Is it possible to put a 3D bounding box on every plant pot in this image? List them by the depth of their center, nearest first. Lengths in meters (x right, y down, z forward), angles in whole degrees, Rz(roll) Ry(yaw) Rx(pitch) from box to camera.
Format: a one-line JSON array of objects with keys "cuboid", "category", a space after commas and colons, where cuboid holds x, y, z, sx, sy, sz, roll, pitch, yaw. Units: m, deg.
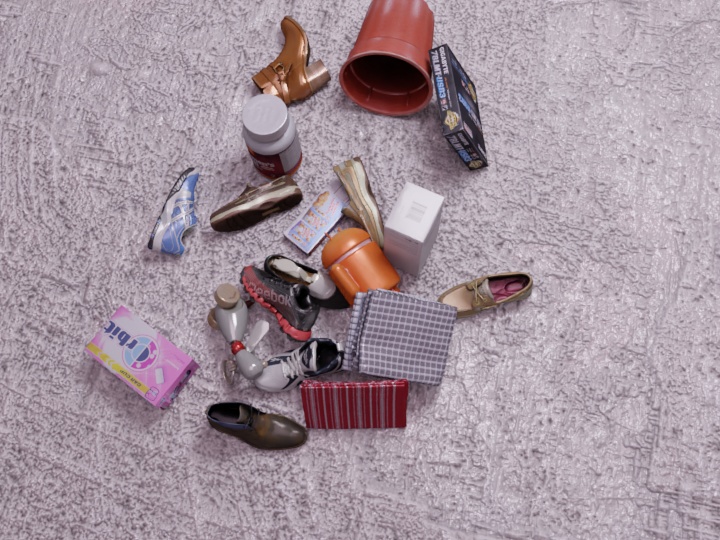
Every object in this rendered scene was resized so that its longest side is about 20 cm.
[{"cuboid": [0.072, -0.472, 1.661, 0.200, 0.201, 0.196, 10, 66, 6], "category": "plant pot"}]

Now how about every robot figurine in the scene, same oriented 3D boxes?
[{"cuboid": [0.000, 0.000, 1.542, 0.144, 0.117, 0.200, -35, 87, -24], "category": "robot figurine"}]

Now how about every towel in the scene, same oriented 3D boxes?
[{"cuboid": [-0.009, 0.253, 1.464, 0.200, 0.145, 0.023, -1, 45, 2], "category": "towel"}, {"cuboid": [0.077, 0.127, 1.468, 0.200, 0.086, 0.166, 11, 94, -24], "category": "towel"}]

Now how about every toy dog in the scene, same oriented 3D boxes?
[{"cuboid": [-0.227, 0.120, 1.535, 0.096, 0.132, 0.200, -11, 77, -34], "category": "toy dog"}]

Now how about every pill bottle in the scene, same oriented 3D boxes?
[{"cuboid": [-0.183, -0.273, 1.601, 0.109, 0.200, 0.110, -1, 72, 3], "category": "pill bottle"}]

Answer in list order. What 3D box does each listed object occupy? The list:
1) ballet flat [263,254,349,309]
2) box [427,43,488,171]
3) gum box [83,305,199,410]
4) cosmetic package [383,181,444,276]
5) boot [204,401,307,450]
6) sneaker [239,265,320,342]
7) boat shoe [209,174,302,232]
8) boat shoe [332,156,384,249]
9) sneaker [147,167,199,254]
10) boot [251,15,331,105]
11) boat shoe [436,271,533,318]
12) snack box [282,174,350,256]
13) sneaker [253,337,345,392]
[{"cuboid": [-0.110, 0.022, 1.573, 0.200, 0.068, 0.068, 22, 73, 9], "category": "ballet flat"}, {"cuboid": [0.205, -0.333, 1.605, 0.050, 0.200, 0.199, -16, 69, 21], "category": "box"}, {"cuboid": [-0.427, 0.176, 1.538, 0.200, 0.066, 0.114, 34, 76, 12], "category": "gum box"}, {"cuboid": [0.103, -0.077, 1.526, 0.085, 0.200, 0.108, 24, 72, 8], "category": "cosmetic package"}, {"cuboid": [-0.202, 0.296, 1.475, 0.200, 0.097, 0.075, 11, 73, 6], "category": "boot"}, {"cuboid": [-0.155, 0.046, 1.532, 0.200, 0.071, 0.098, 43, 113, 20], "category": "sneaker"}, {"cuboid": [-0.226, -0.145, 1.635, 0.202, 0.075, 0.075, -20, 65, -14], "category": "boat shoe"}, {"cuboid": [-0.004, -0.131, 1.608, 0.076, 0.072, 0.200, -19, 83, -3], "category": "boat shoe"}, {"cuboid": [-0.379, -0.123, 1.639, 0.077, 0.076, 0.200, 23, 74, -14], "category": "sneaker"}, {"cuboid": [-0.176, -0.464, 1.731, 0.155, 0.074, 0.200, -29, 71, -2], "category": "boot"}, {"cuboid": [0.249, 0.041, 1.552, 0.200, 0.066, 0.074, -18, 72, -3], "category": "boat shoe"}, {"cuboid": [-0.072, -0.126, 1.642, 0.072, 0.024, 0.200, 39, 78, 11], "category": "snack box"}, {"cuboid": [-0.115, 0.176, 1.492, 0.199, 0.130, 0.080, -9, 70, -1], "category": "sneaker"}]
